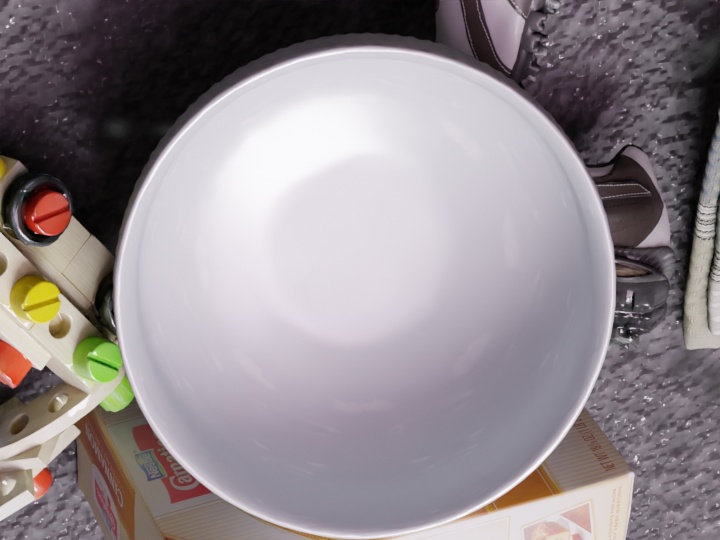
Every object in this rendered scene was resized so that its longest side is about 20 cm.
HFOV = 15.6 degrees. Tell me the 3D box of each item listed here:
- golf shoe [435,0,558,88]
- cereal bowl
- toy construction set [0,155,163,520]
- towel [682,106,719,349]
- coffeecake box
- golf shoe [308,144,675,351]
[{"bbox_3d":[0.040,-0.143,1.051,0.094,0.078,0.201,9,125,-4],"label":"golf shoe"},{"bbox_3d":[0.000,0.000,1.051,0.199,0.083,0.201,-1,106,-3],"label":"cereal bowl"},{"bbox_3d":[-0.157,0.027,1.057,0.131,0.092,0.200,-54,142,-16],"label":"toy construction set"},{"bbox_3d":[0.243,-0.044,1.215,0.192,0.035,0.200,-22,150,-12],"label":"towel"},{"bbox_3d":[-0.007,0.091,1.140,0.199,0.154,0.073,-13,129,-19],"label":"coffeecake box"},{"bbox_3d":[0.037,-0.021,1.146,0.199,0.095,0.078,6,161,-6],"label":"golf shoe"}]
